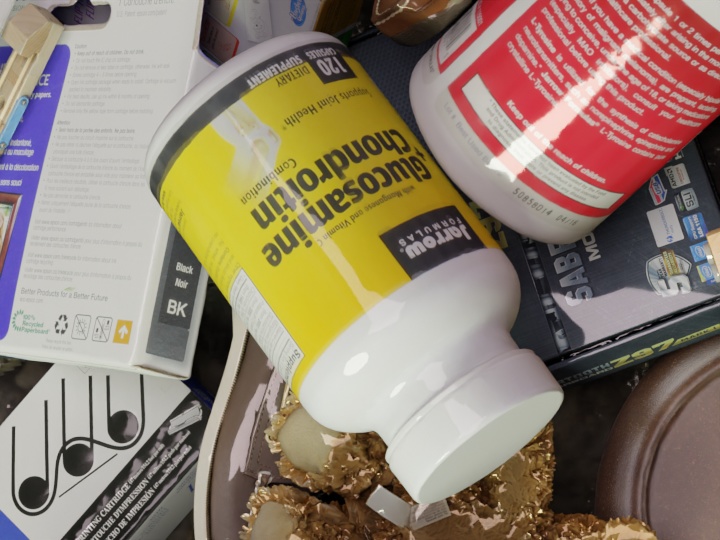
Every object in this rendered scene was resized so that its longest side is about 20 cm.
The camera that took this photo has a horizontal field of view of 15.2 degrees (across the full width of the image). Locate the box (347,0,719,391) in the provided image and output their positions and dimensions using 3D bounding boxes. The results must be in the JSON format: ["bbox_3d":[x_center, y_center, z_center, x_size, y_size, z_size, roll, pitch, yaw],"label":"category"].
[{"bbox_3d":[0.087,-0.044,1.303,0.158,0.051,0.200,-21,68,11],"label":"box"}]

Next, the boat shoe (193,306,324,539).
[{"bbox_3d":[-0.032,0.069,1.304,0.059,0.072,0.200,6,83,29],"label":"boat shoe"}]

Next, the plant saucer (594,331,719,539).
[{"bbox_3d":[0.206,0.110,1.261,0.200,0.032,0.200,-3,78,15],"label":"plant saucer"}]

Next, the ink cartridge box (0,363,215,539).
[{"bbox_3d":[-0.154,0.125,1.348,0.094,0.044,0.200,42,93,20],"label":"ink cartridge box"}]

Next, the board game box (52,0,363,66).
[{"bbox_3d":[-0.094,-0.154,1.324,0.200,0.153,0.040,41,55,13],"label":"board game box"}]

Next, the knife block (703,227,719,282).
[{"bbox_3d":[0.246,0.007,1.167,0.175,0.064,0.200,-18,78,9],"label":"knife block"}]

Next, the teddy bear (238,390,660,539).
[{"bbox_3d":[0.042,0.122,1.257,0.200,0.067,0.145,2,95,6],"label":"teddy bear"}]

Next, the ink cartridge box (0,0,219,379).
[{"bbox_3d":[-0.140,-0.052,1.333,0.198,0.043,0.200,4,82,47],"label":"ink cartridge box"}]

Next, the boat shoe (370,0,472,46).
[{"bbox_3d":[0.040,-0.198,1.266,0.074,0.076,0.200,33,60,-21],"label":"boat shoe"}]

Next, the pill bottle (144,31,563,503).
[{"bbox_3d":[0.000,0.000,1.194,0.112,0.112,0.200,-39,72,5],"label":"pill bottle"}]

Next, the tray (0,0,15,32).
[{"bbox_3d":[-0.235,-0.063,1.347,0.107,0.022,0.200,-6,57,56],"label":"tray"}]

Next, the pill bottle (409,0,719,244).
[{"bbox_3d":[0.124,-0.112,1.188,0.200,0.112,0.112,-44,70,28],"label":"pill bottle"}]

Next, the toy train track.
[{"bbox_3d":[-0.208,-0.043,1.345,0.115,0.033,0.200,43,110,47],"label":"toy train track"}]
